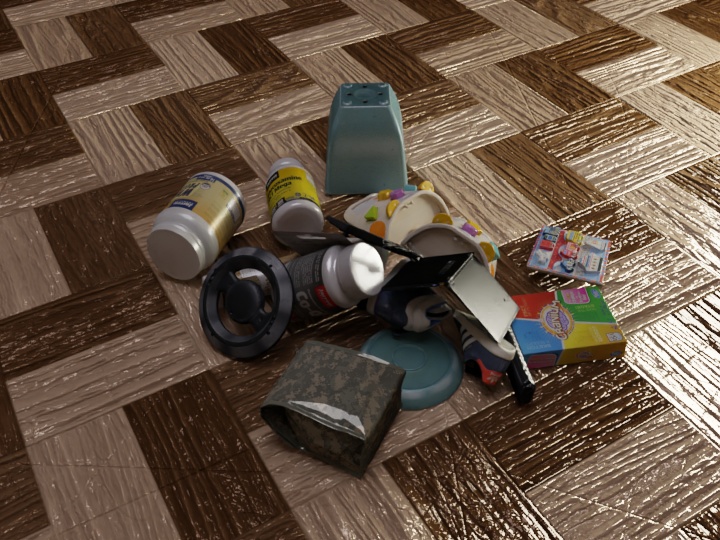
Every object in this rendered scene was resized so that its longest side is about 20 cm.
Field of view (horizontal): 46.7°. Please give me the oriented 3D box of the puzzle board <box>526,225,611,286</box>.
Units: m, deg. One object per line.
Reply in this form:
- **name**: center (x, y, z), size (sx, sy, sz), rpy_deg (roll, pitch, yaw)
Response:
- **puzzle board**: center (0.426, -0.037, 1.691), size (0.147, 0.018, 0.200), rpy_deg (13, 31, 16)

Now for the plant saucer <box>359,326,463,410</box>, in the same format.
- **plant saucer**: center (0.087, 0.162, 1.487), size (0.194, 0.028, 0.202), rpy_deg (-1, 40, 1)

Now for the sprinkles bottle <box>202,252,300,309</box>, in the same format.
- **sprinkles bottle**: center (-0.207, 0.021, 1.625), size (0.195, 0.069, 0.069), rpy_deg (-15, 42, -16)

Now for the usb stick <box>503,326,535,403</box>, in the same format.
- **usb stick**: center (0.266, 0.148, 1.477), size (0.032, 0.056, 0.202), rpy_deg (-6, 40, -6)

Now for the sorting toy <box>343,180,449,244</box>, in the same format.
- **sorting toy**: center (0.058, -0.130, 1.796), size (0.198, 0.109, 0.178), rpy_deg (-32, 30, -32)

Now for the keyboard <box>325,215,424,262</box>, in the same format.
- **keyboard**: center (0.037, -0.050, 1.502), size (0.197, 0.021, 0.126), rpy_deg (19, 5, -42)

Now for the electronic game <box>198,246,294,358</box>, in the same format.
- **electronic game**: center (-0.210, 0.058, 1.521), size (0.195, 0.041, 0.206), rpy_deg (-4, 79, 22)

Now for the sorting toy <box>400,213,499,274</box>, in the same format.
- **sorting toy**: center (0.206, -0.056, 1.660), size (0.198, 0.108, 0.180), rpy_deg (34, 24, 9)

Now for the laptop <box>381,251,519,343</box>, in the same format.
- **laptop**: center (0.165, 0.049, 1.492), size (0.195, 0.119, 0.187), rpy_deg (-6, 14, 24)

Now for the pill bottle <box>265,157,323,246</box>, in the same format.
- **pill bottle**: center (-0.147, -0.153, 1.792), size (0.109, 0.114, 0.202), rpy_deg (-8, 40, -9)

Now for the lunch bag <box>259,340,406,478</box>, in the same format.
- **lunch bag**: center (-0.048, 0.214, 1.359), size (0.196, 0.119, 0.165), rpy_deg (21, 45, 17)

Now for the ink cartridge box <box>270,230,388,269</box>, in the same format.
- **ink cartridge box**: center (-0.055, -0.053, 1.591), size (0.157, 0.200, 0.051), rpy_deg (3, 69, 27)

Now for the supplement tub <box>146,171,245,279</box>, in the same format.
- **supplement tub**: center (-0.334, -0.092, 1.699), size (0.141, 0.147, 0.202), rpy_deg (12, 41, 15)

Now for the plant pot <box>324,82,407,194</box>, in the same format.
- **plant pot**: center (0.012, -0.314, 1.908), size (0.191, 0.204, 0.198), rpy_deg (-1, 37, 0)

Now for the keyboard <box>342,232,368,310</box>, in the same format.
- **keyboard**: center (0.000, 0.000, 1.684), size (0.103, 0.040, 0.201), rpy_deg (-36, 48, -3)

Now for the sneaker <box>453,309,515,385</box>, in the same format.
- **sneaker**: center (0.203, 0.137, 1.486), size (0.073, 0.086, 0.200), rpy_deg (19, 12, -17)

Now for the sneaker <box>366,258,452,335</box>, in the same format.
- **sneaker**: center (0.113, 0.053, 1.558), size (0.144, 0.082, 0.199), rpy_deg (20, 28, 22)

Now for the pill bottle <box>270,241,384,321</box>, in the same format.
- **pill bottle**: center (-0.061, 0.020, 1.522), size (0.197, 0.115, 0.114), rpy_deg (-17, 26, 39)

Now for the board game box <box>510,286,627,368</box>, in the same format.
- **board game box**: center (0.369, 0.104, 1.538), size (0.195, 0.041, 0.155), rpy_deg (-6, 41, -7)
